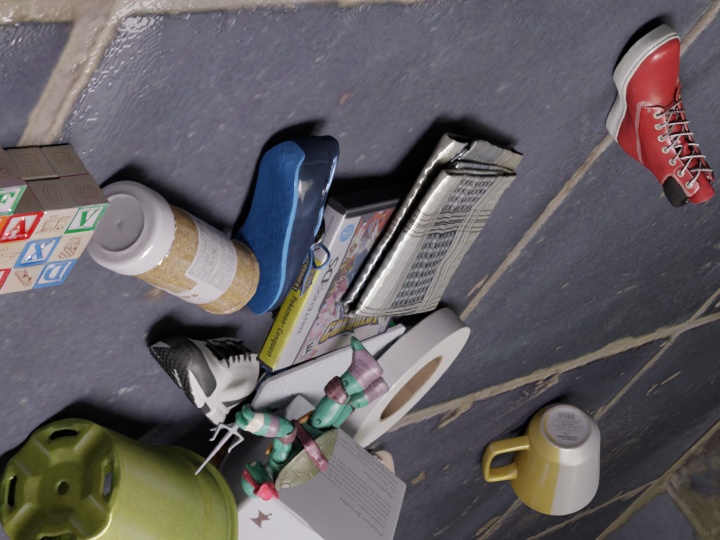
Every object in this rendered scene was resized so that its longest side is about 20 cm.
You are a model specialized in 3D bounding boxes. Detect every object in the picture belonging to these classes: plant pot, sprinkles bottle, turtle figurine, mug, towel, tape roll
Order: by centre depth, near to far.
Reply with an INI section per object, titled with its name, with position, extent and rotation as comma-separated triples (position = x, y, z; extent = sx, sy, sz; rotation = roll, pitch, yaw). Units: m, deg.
[sprinkles bottle]
position = -0.147, -0.015, 1.243
extent = 0.068, 0.068, 0.200
rotation = -39, 158, 8
[plant pot]
position = -0.243, 0.233, 1.473
extent = 0.200, 0.201, 0.184
rotation = -37, 148, 2
[turtle figurine]
position = -0.064, 0.152, 1.489
extent = 0.200, 0.101, 0.150
rotation = -38, 178, -8
[towel]
position = 0.079, -0.038, 1.495
extent = 0.201, 0.034, 0.192
rotation = -60, 157, 14
[tape roll]
position = 0.047, 0.128, 1.821
extent = 0.203, 0.037, 0.203
rotation = -43, 166, -13
[mug]
position = 0.306, 0.300, 2.481
extent = 0.186, 0.149, 0.154
rotation = -34, 152, -24

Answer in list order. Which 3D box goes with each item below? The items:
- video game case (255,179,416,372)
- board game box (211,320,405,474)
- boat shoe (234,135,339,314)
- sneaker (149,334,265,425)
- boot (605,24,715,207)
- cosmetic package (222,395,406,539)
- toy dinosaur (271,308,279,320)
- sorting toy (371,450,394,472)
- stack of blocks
[video game case]
position = 0.000, 0.000, 1.474
extent = 0.199, 0.025, 0.182
rotation = -15, 136, -55
[board game box]
position = -0.062, 0.141, 1.747
extent = 0.199, 0.026, 0.200
rotation = -21, 153, -35
[boat shoe]
position = -0.055, -0.034, 1.329
extent = 0.068, 0.084, 0.200
rotation = -25, 158, -33
[sneaker]
position = -0.142, 0.088, 1.472
extent = 0.080, 0.074, 0.200
rotation = -39, 167, -4
[boot]
position = 0.321, -0.149, 1.577
extent = 0.072, 0.145, 0.200
rotation = -30, 156, -11
[cosmetic package]
position = -0.073, 0.278, 1.646
extent = 0.165, 0.165, 0.200
rotation = -46, -172, 24
[toy dinosaur]
position = -0.045, 0.012, 1.491
extent = 0.088, 0.047, 0.200
rotation = -36, 155, -20
[sorting toy]
position = -0.066, 0.322, 2.051
extent = 0.179, 0.108, 0.199
rotation = -26, 166, 31
[stack of blocks]
position = -0.268, -0.037, 1.029
extent = 0.199, 0.059, 0.115
rotation = -10, 146, -48
